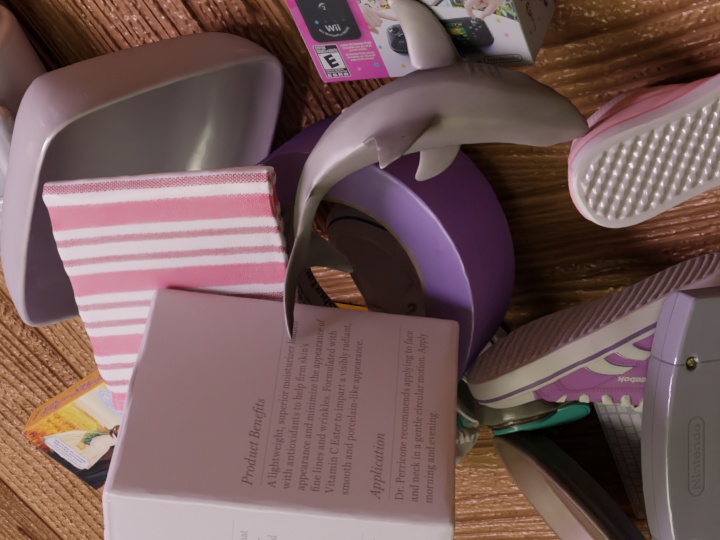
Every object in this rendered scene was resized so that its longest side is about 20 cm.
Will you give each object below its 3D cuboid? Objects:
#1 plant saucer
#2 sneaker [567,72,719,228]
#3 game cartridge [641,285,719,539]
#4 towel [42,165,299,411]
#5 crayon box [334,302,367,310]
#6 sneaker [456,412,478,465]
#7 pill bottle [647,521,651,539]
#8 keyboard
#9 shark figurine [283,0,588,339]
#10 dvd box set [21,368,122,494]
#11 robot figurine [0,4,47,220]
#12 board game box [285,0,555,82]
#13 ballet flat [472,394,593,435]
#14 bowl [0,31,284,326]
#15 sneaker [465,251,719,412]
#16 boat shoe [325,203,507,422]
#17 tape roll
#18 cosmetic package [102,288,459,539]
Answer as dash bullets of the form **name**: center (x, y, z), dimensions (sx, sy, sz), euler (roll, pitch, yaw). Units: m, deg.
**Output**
- **plant saucer**: center (0.179, 0.199, 1.161), dimensions (0.201, 0.029, 0.200), euler (49, 172, 9)
- **sneaker**: center (0.213, -0.086, 0.867), dimensions (0.198, 0.105, 0.076), euler (-18, 103, 6)
- **game cartridge**: center (0.243, 0.108, 0.943), dimensions (0.131, 0.042, 0.203), euler (-4, 100, -15)
- **towel**: center (-0.109, 0.014, 0.943), dimensions (0.144, 0.030, 0.202), euler (-3, 131, 7)
- **crayon box**: center (-0.084, 0.080, 1.173), dimensions (0.197, 0.120, 0.059), euler (7, 139, 21)
- **sneaker**: center (0.056, 0.127, 1.143), dimensions (0.076, 0.088, 0.200), euler (62, 176, 8)
- **pill bottle**: center (0.266, 0.164, 1.083), dimensions (0.111, 0.113, 0.201), euler (11, 139, 18)
- **keyboard**: center (0.220, 0.132, 1.153), dimensions (0.056, 0.011, 0.201), euler (0, 136, 29)
- **shark figurine**: center (0.010, -0.062, 0.849), dimensions (0.213, 0.090, 0.128), euler (-33, 111, 23)
- **dvd box set**: center (-0.162, 0.133, 1.155), dimensions (0.146, 0.030, 0.199), euler (41, 140, -19)
- **robot figurine**: center (-0.271, -0.111, 1.061), dimensions (0.170, 0.112, 0.201), euler (46, 166, 51)
- **board game box**: center (0.012, -0.207, 0.836), dimensions (0.146, 0.065, 0.201), euler (-1, 135, 28)
- **ballet flat**: center (0.127, 0.083, 1.075), dimensions (0.067, 0.065, 0.200), euler (-17, 171, 17)
- **bowl**: center (-0.157, -0.072, 0.994), dimensions (0.075, 0.198, 0.201), euler (46, 139, 27)
- **sneaker**: center (0.173, 0.076, 0.966), dimensions (0.198, 0.073, 0.116), euler (-20, 105, -5)
- **boat shoe**: center (0.045, 0.032, 1.088), dimensions (0.200, 0.067, 0.073), euler (42, 139, -20)
- **tape roll**: center (0.000, 0.000, 1.007), dimensions (0.197, 0.085, 0.203), euler (11, 118, 22)
- **cosmetic package**: center (-0.045, 0.134, 0.912), dimensions (0.197, 0.166, 0.166), euler (6, 132, 0)
